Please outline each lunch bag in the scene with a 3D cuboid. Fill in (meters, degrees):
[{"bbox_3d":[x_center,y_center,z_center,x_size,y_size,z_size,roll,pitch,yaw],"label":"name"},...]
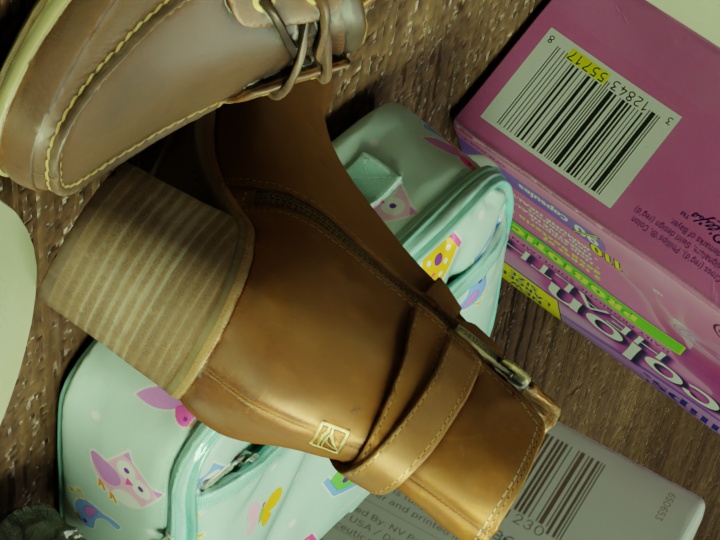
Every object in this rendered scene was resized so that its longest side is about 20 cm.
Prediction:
[{"bbox_3d":[-0.027,0.038,1.070,0.200,0.077,0.161,-43,160,-30],"label":"lunch bag"}]

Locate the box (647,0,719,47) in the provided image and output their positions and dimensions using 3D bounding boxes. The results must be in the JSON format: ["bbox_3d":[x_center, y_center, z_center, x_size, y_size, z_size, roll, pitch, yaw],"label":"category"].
[{"bbox_3d":[0.116,-0.128,0.916,0.082,0.200,0.068,-49,162,-14],"label":"box"}]

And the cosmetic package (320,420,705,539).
[{"bbox_3d":[0.029,0.176,1.285,0.166,0.167,0.200,-54,167,-44],"label":"cosmetic package"}]

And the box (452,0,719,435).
[{"bbox_3d":[0.144,-0.018,1.243,0.097,0.176,0.200,-51,163,-9],"label":"box"}]

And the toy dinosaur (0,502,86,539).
[{"bbox_3d":[-0.156,0.123,0.948,0.088,0.047,0.200,-61,165,12],"label":"toy dinosaur"}]

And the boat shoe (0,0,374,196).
[{"bbox_3d":[-0.028,-0.088,0.842,0.200,0.068,0.072,-44,160,-28],"label":"boat shoe"}]

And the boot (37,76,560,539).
[{"bbox_3d":[0.000,0.000,0.894,0.077,0.155,0.200,-59,180,23],"label":"boot"}]

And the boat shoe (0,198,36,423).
[{"bbox_3d":[-0.161,0.064,0.809,0.074,0.063,0.202,32,80,-35],"label":"boat shoe"}]
